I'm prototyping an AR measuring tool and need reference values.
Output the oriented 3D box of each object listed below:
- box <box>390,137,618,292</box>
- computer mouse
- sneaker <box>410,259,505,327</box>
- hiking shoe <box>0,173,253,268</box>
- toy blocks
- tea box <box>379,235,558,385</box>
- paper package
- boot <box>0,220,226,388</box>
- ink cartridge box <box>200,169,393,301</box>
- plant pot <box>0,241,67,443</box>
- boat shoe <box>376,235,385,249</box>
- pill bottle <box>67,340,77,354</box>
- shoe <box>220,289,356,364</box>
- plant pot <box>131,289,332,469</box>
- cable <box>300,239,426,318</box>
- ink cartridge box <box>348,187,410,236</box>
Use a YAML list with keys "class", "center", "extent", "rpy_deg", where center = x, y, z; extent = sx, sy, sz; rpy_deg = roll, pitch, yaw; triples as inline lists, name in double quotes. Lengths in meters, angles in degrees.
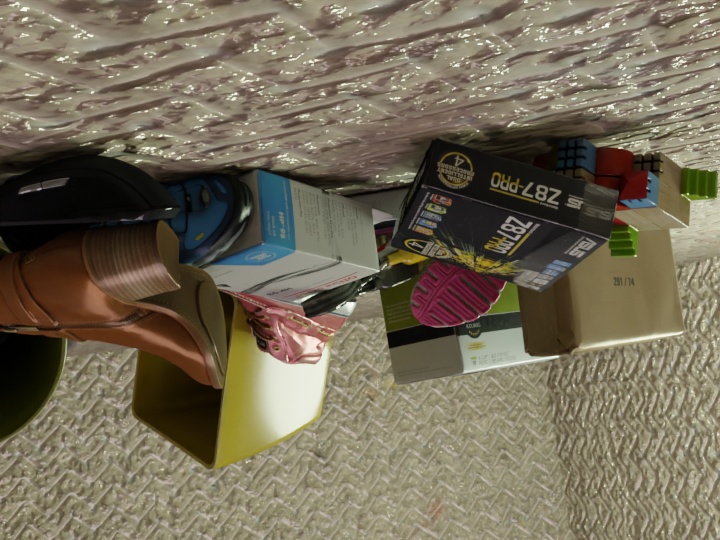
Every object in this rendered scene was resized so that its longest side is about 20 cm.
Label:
- class: "box"
  center: [0.118, -0.043, 0.885]
  extent: [0.159, 0.050, 0.200]
  rpy_deg: [15, 165, -3]
- class: "computer mouse"
  center: [-0.228, -0.052, 0.656]
  extent: [0.197, 0.047, 0.140]
  rpy_deg: [-1, -177, 16]
- class: "sneaker"
  center: [0.134, -0.014, 1.107]
  extent: [0.200, 0.082, 0.088]
  rpy_deg: [-41, -173, -5]
- class: "hiking shoe"
  center: [-0.182, -0.033, 0.777]
  extent: [0.198, 0.075, 0.087]
  rpy_deg: [-16, 162, 2]
- class: "toy blocks"
  center: [0.207, -0.076, 0.917]
  extent: [0.198, 0.101, 0.136]
  rpy_deg: [-1, 167, 39]
- class: "tea box"
  center: [0.142, 0.039, 1.340]
  extent: [0.198, 0.200, 0.133]
  rpy_deg: [-2, 171, -42]
- class: "paper package"
  center: [0.300, 0.004, 1.269]
  extent: [0.198, 0.193, 0.103]
  rpy_deg: [-4, 175, -32]
- class: "boot"
  center: [-0.194, 0.036, 0.772]
  extent: [0.153, 0.074, 0.201]
  rpy_deg: [-11, 140, 8]
- class: "ink cartridge box"
  center: [-0.063, -0.023, 0.902]
  extent: [0.115, 0.068, 0.199]
  rpy_deg: [-19, 161, 35]
- class: "plant pot"
  center: [-0.366, 0.049, 0.918]
  extent: [0.185, 0.190, 0.200]
  rpy_deg: [-7, -171, -15]
- class: "boat shoe"
  center: [-0.069, -0.017, 1.127]
  extent: [0.198, 0.074, 0.063]
  rpy_deg: [-3, -179, 22]
- class: "pill bottle"
  center: [-0.416, 0.071, 1.243]
  extent: [0.111, 0.114, 0.200]
  rpy_deg: [-6, 174, -26]
- class: "shoe"
  center: [-0.096, 0.043, 1.046]
  extent: [0.199, 0.092, 0.071]
  rpy_deg: [18, -162, -44]
- class: "plant pot"
  center: [-0.146, 0.105, 1.213]
  extent: [0.175, 0.203, 0.199]
  rpy_deg: [2, -169, -42]
- class: "cable"
  center: [0.000, 0.000, 1.024]
  extent: [0.199, 0.051, 0.096]
  rpy_deg: [-19, -171, -42]
- class: "ink cartridge box"
  center: [-0.020, -0.052, 1.035]
  extent: [0.197, 0.038, 0.095]
  rpy_deg: [-7, 174, 1]
